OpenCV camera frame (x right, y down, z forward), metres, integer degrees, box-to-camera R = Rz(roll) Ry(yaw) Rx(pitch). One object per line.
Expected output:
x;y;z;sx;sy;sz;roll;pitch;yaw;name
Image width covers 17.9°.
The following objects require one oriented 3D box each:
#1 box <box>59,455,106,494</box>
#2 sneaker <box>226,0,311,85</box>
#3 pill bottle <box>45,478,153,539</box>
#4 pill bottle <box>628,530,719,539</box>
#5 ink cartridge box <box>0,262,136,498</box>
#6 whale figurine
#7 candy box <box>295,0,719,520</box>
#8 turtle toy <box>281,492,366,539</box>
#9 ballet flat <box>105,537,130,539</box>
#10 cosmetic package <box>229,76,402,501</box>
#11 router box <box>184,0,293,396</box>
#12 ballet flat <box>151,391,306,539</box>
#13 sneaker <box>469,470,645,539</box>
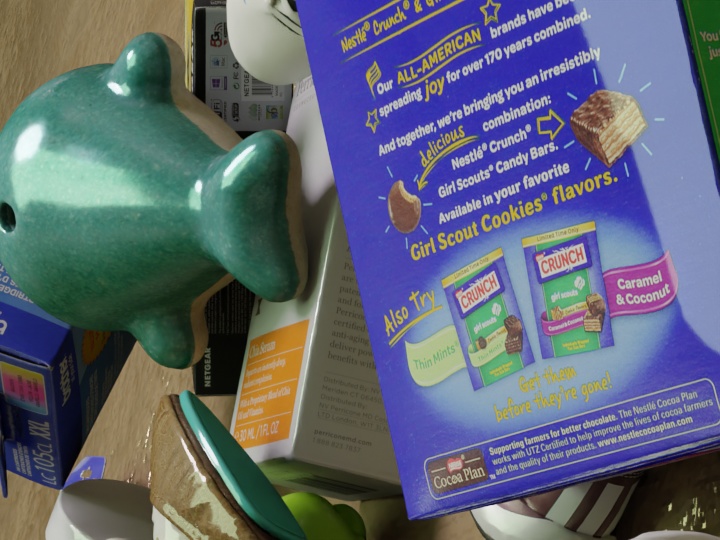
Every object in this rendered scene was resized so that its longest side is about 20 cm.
-0.181;0.221;1.474;0.119;0.041;0.202;172;113;-70;box
-0.012;-0.139;0.979;0.200;0.072;0.073;-48;10;50;sneaker
-0.151;0.227;1.264;0.116;0.115;0.201;-122;49;-64;pill bottle
0.064;0.174;0.692;0.200;0.110;0.112;124;153;-44;pill bottle
-0.166;0.020;1.222;0.137;0.076;0.201;96;-163;-58;ink cartridge box
-0.104;-0.029;1.066;0.199;0.103;0.161;12;108;53;whale figurine
0.070;-0.037;0.725;0.169;0.077;0.202;-21;79;49;candy box
-0.057;0.195;1.038;0.145;0.101;0.202;31;104;47;turtle toy
-0.140;0.181;1.170;0.068;0.199;0.073;29;-140;-72;ballet flat
0.000;0.000;1.062;0.101;0.071;0.202;157;126;-67;cosmetic package
-0.066;-0.053;1.202;0.157;0.052;0.202;-111;21;-74;router box
-0.042;0.135;0.954;0.072;0.068;0.200;-46;60;2;ballet flat
0.076;0.009;0.859;0.116;0.075;0.201;-57;36;32;sneaker
